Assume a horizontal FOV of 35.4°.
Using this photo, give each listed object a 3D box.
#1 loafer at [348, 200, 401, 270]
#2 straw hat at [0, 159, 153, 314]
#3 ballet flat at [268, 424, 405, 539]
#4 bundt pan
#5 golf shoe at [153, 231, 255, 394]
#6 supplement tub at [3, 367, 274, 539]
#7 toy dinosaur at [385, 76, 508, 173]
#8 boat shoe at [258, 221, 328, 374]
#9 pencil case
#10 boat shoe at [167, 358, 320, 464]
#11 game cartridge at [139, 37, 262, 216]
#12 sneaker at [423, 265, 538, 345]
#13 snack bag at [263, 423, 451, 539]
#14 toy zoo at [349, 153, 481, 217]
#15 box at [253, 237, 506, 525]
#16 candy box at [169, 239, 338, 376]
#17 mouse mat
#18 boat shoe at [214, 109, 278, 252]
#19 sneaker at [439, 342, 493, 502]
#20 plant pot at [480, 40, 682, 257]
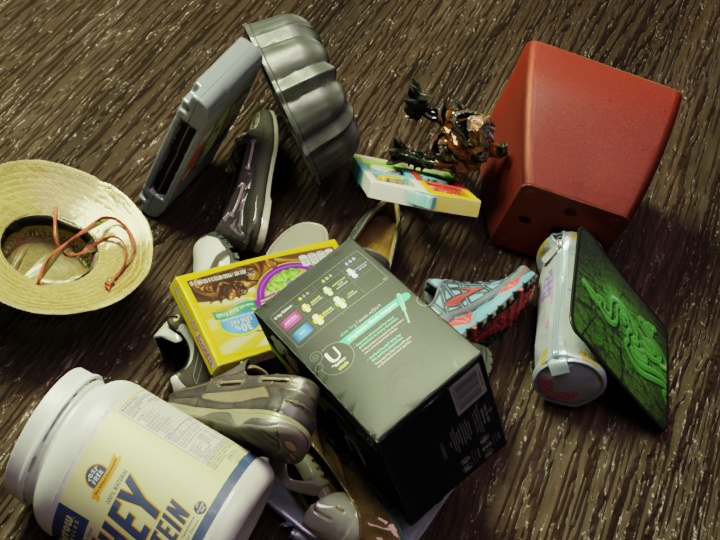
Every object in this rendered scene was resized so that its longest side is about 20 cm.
[{"bbox_3d":[0.000,0.000,1.243,0.072,0.073,0.202,19,48,-3],"label":"loafer"},{"bbox_3d":[-0.314,-0.009,1.134,0.198,0.085,0.204,13,50,-16],"label":"straw hat"},{"bbox_3d":[-0.038,0.198,1.032,0.072,0.068,0.201,2,44,-51],"label":"ballet flat"},{"bbox_3d":[-0.061,-0.206,1.301,0.075,0.203,0.204,-25,59,-2],"label":"bundt pan"},{"bbox_3d":[-0.165,0.042,1.148,0.093,0.078,0.202,0,51,-19],"label":"golf shoe"},{"bbox_3d":[-0.189,0.187,0.974,0.198,0.146,0.146,28,48,6],"label":"supplement tub"},{"bbox_3d":[0.107,-0.148,1.336,0.133,0.201,0.103,16,62,5],"label":"toy dinosaur"},{"bbox_3d":[-0.078,0.029,1.213,0.066,0.058,0.202,10,43,6],"label":"boat shoe"},{"bbox_3d":[0.236,0.051,1.268,0.082,0.091,0.202,-2,49,13],"label":"pencil case"},{"bbox_3d":[-0.102,0.125,1.025,0.075,0.198,0.074,49,60,-32],"label":"boat shoe"},{"bbox_3d":[-0.172,-0.156,1.228,0.041,0.200,0.134,33,49,-4],"label":"game cartridge"},{"bbox_3d":[0.116,0.033,1.253,0.199,0.080,0.095,-30,63,-36],"label":"sneaker"},{"bbox_3d":[-0.016,0.196,1.110,0.199,0.022,0.189,34,48,11],"label":"snack bag"},{"bbox_3d":[0.062,-0.097,1.306,0.129,0.021,0.200,10,14,-11],"label":"toy zoo"},{"bbox_3d":[0.018,0.098,1.038,0.124,0.150,0.200,-37,49,-15],"label":"box"},{"bbox_3d":[-0.084,0.033,1.131,0.198,0.026,0.103,-15,69,-37],"label":"candy box"},{"bbox_3d":[0.293,0.064,1.261,0.200,0.007,0.162,46,39,-27],"label":"mouse mat"},{"bbox_3d":[-0.130,-0.112,1.284,0.056,0.067,0.203,13,52,-16],"label":"boat shoe"},{"bbox_3d":[0.075,0.137,1.134,0.089,0.077,0.201,21,41,12],"label":"sneaker"},{"bbox_3d":[0.250,-0.119,1.358,0.197,0.201,0.179,17,59,-4],"label":"plant pot"}]
